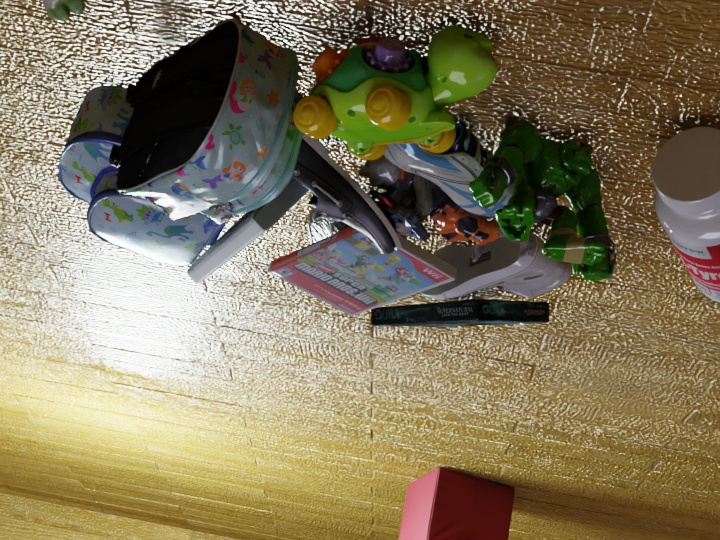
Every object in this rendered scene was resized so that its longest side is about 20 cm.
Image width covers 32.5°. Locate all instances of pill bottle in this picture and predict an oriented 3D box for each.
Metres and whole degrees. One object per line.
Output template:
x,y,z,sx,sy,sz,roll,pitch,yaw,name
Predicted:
0.365,-0.055,1.250,0.111,0.113,0.200,-4,150,31,pill bottle

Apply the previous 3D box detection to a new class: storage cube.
0.185,0.507,2.420,0.170,0.181,0.200,18,153,-12,storage cube

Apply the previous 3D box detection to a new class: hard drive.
-0.120,-0.060,1.445,0.027,0.132,0.200,48,146,-7,hard drive

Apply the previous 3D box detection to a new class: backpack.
-0.138,-0.145,1.215,0.150,0.179,0.200,24,155,-27,backpack
-0.234,-0.106,1.376,0.199,0.148,0.183,22,151,-13,backpack

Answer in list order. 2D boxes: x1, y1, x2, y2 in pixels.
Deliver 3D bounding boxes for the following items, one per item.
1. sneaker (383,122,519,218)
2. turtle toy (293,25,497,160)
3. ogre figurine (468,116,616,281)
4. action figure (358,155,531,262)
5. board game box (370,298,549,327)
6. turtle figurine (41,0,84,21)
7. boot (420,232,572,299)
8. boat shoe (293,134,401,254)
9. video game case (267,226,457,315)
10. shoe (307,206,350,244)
0.111,-0.113,1.299,0.199,0.072,0.072,23,144,-30,sneaker
0.035,-0.171,1.168,0.198,0.102,0.145,-4,171,26,turtle toy
0.192,-0.080,1.270,0.199,0.121,0.098,18,150,-16,ogre figurine
0.080,-0.079,1.396,0.193,0.105,0.200,30,180,-22,action figure
0.128,0.057,1.606,0.135,0.028,0.199,3,174,-41,board game box
-0.252,-0.289,1.010,0.198,0.145,0.194,6,158,21,turtle figurine
0.164,0.010,1.522,0.095,0.074,0.199,30,152,-33,boot
-0.038,-0.083,1.347,0.200,0.063,0.073,47,174,-12,boat shoe
0.000,0.000,1.504,0.142,0.018,0.199,29,148,-31,video game case
-0.027,-0.046,1.529,0.070,0.053,0.200,41,153,13,shoe
